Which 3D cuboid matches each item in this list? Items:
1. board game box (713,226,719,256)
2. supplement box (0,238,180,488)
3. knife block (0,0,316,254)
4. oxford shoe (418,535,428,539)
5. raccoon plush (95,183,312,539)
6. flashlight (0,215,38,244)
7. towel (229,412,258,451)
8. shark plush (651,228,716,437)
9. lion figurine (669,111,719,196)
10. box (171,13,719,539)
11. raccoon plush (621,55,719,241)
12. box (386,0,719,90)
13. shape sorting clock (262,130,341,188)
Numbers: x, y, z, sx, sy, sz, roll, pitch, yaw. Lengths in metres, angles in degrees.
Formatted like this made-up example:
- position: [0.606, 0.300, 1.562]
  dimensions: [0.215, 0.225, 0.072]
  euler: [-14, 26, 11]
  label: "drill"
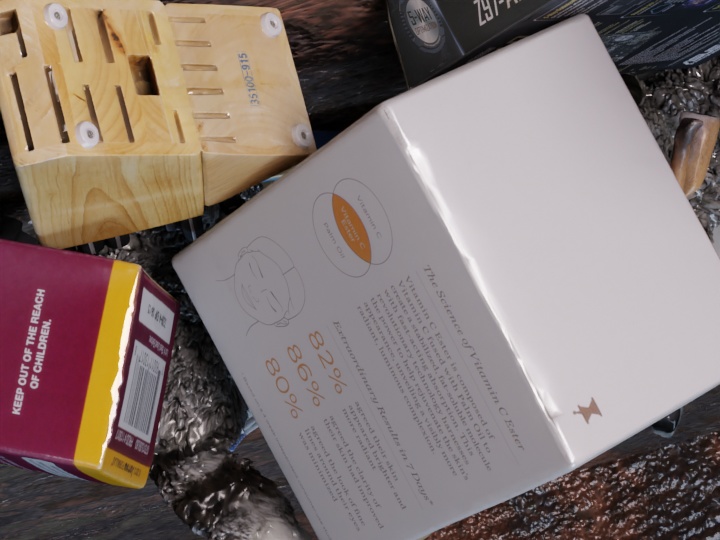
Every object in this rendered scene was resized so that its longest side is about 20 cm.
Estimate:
- position: [0.271, 0.005, 1.430]
  dimensions: [0.105, 0.103, 0.200]
  euler: [-1, 159, 43]
  label: "board game box"
- position: [-0.185, 0.029, 1.179]
  dimensions: [0.200, 0.086, 0.110]
  euler: [10, 172, 6]
  label: "supplement box"
- position: [-0.115, -0.047, 1.139]
  dimensions: [0.176, 0.064, 0.200]
  euler: [-24, 167, 39]
  label: "knife block"
- position: [0.021, 0.065, 1.408]
  dimensions: [0.074, 0.071, 0.200]
  euler: [-24, -148, 7]
  label: "oxford shoe"
- position: [-0.056, 0.029, 1.269]
  dimensions: [0.134, 0.200, 0.097]
  euler: [-53, 164, 11]
  label: "raccoon plush"
- position: [-0.196, 0.060, 1.282]
  dimensions: [0.068, 0.068, 0.200]
  euler: [-43, -165, 43]
  label: "flashlight"
- position: [-0.029, 0.028, 1.432]
  dimensions: [0.200, 0.024, 0.147]
  euler: [-31, -159, -24]
  label: "towel"
- position: [0.179, -0.001, 1.435]
  dimensions: [0.091, 0.200, 0.083]
  euler: [-28, 121, 24]
  label: "shark plush"
- position: [0.073, -0.018, 1.224]
  dimensions: [0.072, 0.123, 0.200]
  euler: [12, 180, -30]
  label: "lion figurine"
- position: [0.038, 0.014, 1.132]
  dimensions: [0.106, 0.152, 0.200]
  euler: [-26, 177, -32]
  label: "box"
- position: [0.162, -0.075, 1.364]
  dimensions: [0.134, 0.097, 0.200]
  euler: [-24, -163, -12]
  label: "raccoon plush"
- position: [0.129, -0.127, 1.112]
  dimensions: [0.160, 0.044, 0.200]
  euler: [-7, 167, -35]
  label: "box"
- position: [-0.030, -0.031, 1.409]
  dimensions: [0.200, 0.039, 0.200]
  euler: [-14, 169, -3]
  label: "shape sorting clock"
